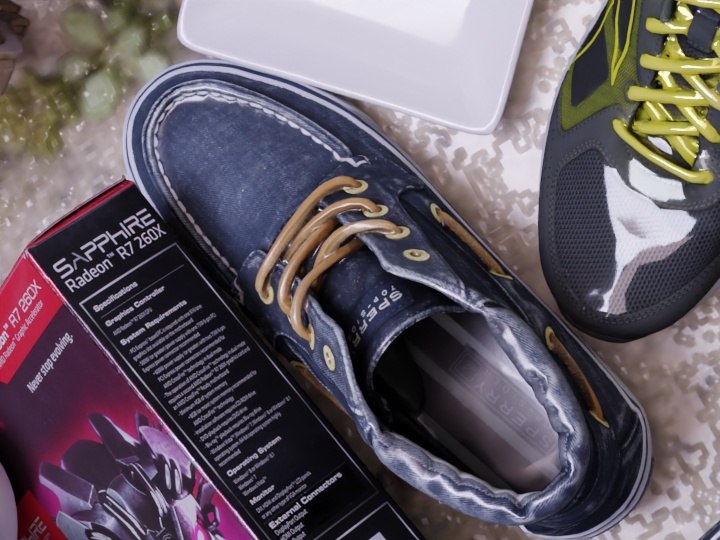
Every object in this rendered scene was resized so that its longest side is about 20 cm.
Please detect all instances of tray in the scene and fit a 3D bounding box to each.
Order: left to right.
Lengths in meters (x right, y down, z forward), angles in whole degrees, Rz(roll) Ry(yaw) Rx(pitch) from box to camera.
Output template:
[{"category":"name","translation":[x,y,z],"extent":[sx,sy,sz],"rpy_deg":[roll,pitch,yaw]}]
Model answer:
[{"category":"tray","translation":[0.020,-0.150,0.853],"extent":[0.107,0.022,0.201],"rpy_deg":[18,98,15]}]

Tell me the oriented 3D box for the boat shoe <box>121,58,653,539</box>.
[{"category":"boat shoe","translation":[0.000,0.000,0.824],"extent":[0.200,0.091,0.071],"rpy_deg":[39,95,16]}]

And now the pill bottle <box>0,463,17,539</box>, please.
[{"category":"pill bottle","translation":[-0.173,0.067,0.845],"extent":[0.200,0.104,0.105],"rpy_deg":[36,103,32]}]

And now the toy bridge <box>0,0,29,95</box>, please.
[{"category":"toy bridge","translation":[-0.136,-0.068,0.812],"extent":[0.067,0.200,0.027],"rpy_deg":[27,98,11]}]

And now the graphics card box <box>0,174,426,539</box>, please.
[{"category":"graphics card box","translation":[-0.043,0.087,0.842],"extent":[0.200,0.051,0.126],"rpy_deg":[50,141,7]}]

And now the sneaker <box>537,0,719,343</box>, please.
[{"category":"sneaker","translation":[0.096,-0.074,0.802],"extent":[0.074,0.085,0.201],"rpy_deg":[24,100,14]}]

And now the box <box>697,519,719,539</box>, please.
[{"category":"box","translation":[0.135,0.100,0.742],"extent":[0.148,0.200,0.107],"rpy_deg":[-44,80,13]}]
